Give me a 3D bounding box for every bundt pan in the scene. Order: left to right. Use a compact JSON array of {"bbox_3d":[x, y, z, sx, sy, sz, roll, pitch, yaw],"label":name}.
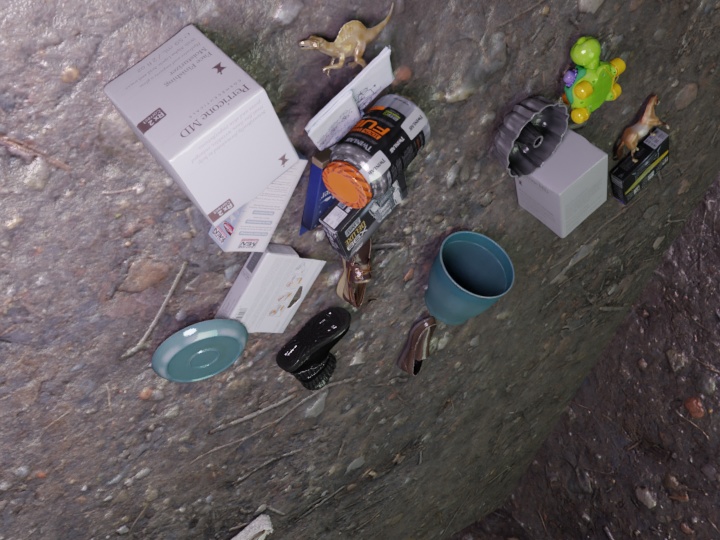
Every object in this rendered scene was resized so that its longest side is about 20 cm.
[{"bbox_3d":[0.387,-0.318,1.851,0.202,0.076,0.202,-31,146,-24],"label":"bundt pan"}]

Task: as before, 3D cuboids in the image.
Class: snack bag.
[{"bbox_3d":[-0.011,-0.292,1.394,0.200,0.021,0.189,-44,174,2],"label":"snack bag"}]

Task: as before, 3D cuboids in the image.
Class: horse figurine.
[{"bbox_3d":[0.796,-0.391,2.264,0.200,0.050,0.133,-45,136,11],"label":"horse figurine"}]

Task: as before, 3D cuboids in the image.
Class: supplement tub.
[{"bbox_3d":[0.028,-0.212,1.430,0.200,0.122,0.123,-52,153,-26],"label":"supplement tub"}]

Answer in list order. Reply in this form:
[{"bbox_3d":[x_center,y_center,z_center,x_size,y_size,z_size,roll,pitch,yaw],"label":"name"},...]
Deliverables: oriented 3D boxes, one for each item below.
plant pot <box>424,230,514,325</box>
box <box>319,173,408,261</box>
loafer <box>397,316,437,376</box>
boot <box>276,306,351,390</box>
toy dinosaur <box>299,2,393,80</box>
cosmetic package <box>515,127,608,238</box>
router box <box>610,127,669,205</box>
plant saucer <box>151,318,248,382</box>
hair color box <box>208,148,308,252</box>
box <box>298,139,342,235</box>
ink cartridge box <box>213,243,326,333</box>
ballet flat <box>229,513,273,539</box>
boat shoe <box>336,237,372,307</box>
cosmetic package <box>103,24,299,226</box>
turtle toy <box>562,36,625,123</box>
[{"bbox_3d":[0.256,0.034,2.009,0.200,0.200,0.188,-22,157,-33],"label":"plant pot"},{"bbox_3d":[0.010,-0.130,1.603,0.200,0.050,0.158,-49,160,-11],"label":"box"},{"bbox_3d":[0.172,0.213,2.207,0.073,0.071,0.200,-15,137,-40],"label":"loafer"},{"bbox_3d":[-0.084,0.184,1.866,0.211,0.079,0.158,-37,142,6],"label":"boot"},{"bbox_3d":[-0.007,-0.379,1.342,0.200,0.058,0.101,-28,143,-27],"label":"toy dinosaur"},{"bbox_3d":[0.505,-0.227,2.006,0.166,0.167,0.200,-40,147,-8],"label":"cosmetic package"},{"bbox_3d":[0.851,-0.314,2.418,0.200,0.052,0.157,-44,149,-3],"label":"router box"},{"bbox_3d":[-0.315,0.168,1.587,0.200,0.027,0.200,-21,150,-13],"label":"plant saucer"},{"bbox_3d":[-0.183,-0.130,1.417,0.099,0.061,0.200,-1,126,-49],"label":"hair color box"},{"bbox_3d":[-0.058,-0.156,1.529,0.121,0.032,0.200,-37,154,-39],"label":"box"},{"bbox_3d":[-0.184,0.039,1.625,0.173,0.044,0.200,6,122,-53],"label":"ink cartridge box"},{"bbox_3d":[-0.333,0.779,2.270,0.200,0.072,0.072,-40,148,-7],"label":"ballet flat"},{"bbox_3d":[0.000,0.000,1.765,0.072,0.072,0.200,-18,139,-37],"label":"boat shoe"},{"bbox_3d":[-0.226,-0.208,1.146,0.165,0.200,0.165,-41,148,-9],"label":"cosmetic package"},{"bbox_3d":[0.529,-0.449,1.845,0.146,0.101,0.200,-35,146,-15],"label":"turtle toy"}]
